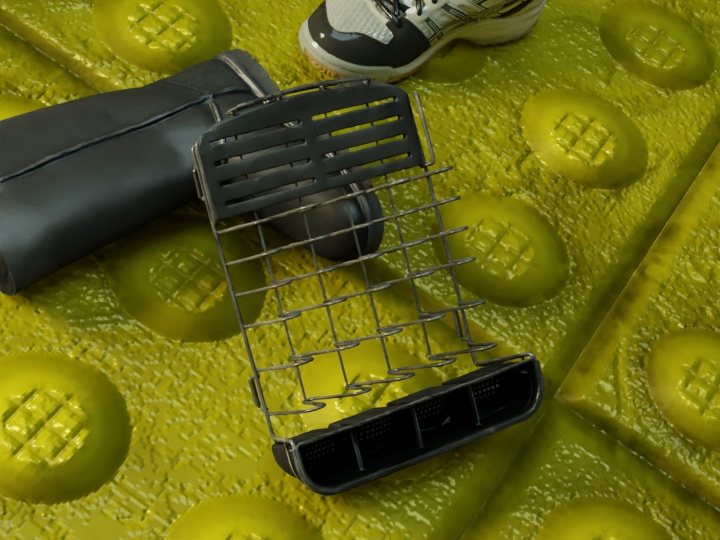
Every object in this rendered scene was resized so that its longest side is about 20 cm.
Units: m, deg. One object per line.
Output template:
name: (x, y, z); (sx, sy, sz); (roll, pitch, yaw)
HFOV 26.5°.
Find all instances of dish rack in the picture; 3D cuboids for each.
dish rack: (0.000, 0.000, 0.792); (0.153, 0.054, 0.202); (-17, 93, -30)

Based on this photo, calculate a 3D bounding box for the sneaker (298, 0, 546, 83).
sneaker: (0.047, -0.186, 0.995); (0.199, 0.088, 0.076); (-25, 65, -32)

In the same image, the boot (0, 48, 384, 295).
boot: (-0.109, -0.037, 0.828); (0.199, 0.066, 0.165); (-22, 54, -36)
